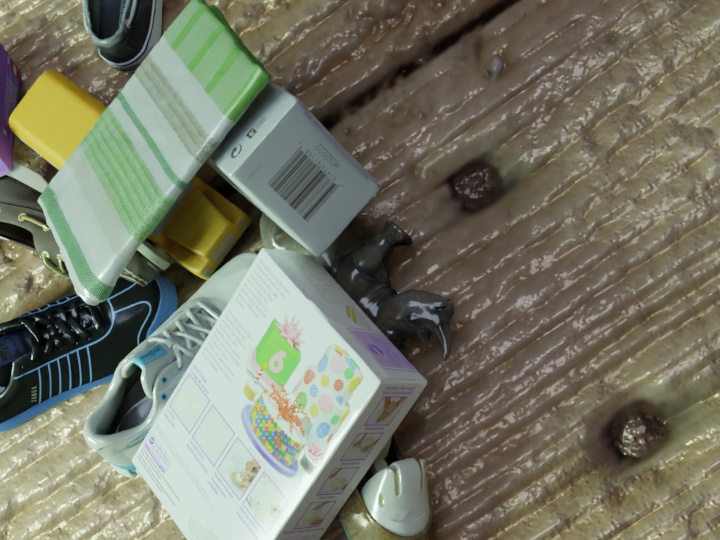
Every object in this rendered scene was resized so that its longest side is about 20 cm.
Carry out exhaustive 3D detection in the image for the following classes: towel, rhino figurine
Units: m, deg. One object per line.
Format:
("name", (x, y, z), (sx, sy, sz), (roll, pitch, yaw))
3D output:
("towel", (-0.145, -0.086, 0.972), (0.200, 0.031, 0.149), (-50, 39, 10))
("rhino figurine", (0.000, 0.000, 1.025), (0.087, 0.060, 0.200), (-46, 64, 4))

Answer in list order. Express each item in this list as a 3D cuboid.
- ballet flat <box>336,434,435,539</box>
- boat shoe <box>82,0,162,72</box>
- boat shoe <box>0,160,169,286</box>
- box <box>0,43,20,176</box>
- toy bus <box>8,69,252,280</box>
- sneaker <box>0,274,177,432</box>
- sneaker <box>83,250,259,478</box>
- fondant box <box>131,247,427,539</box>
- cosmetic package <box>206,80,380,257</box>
("ballet flat", (0.010, 0.130, 0.976), (0.067, 0.072, 0.201), (-6, 60, -33))
("boat shoe", (-0.207, -0.271, 1.164), (0.073, 0.068, 0.201), (-2, 73, 16))
("boat shoe", (-0.231, -0.026, 1.086), (0.199, 0.072, 0.060), (27, 75, 34))
("box", (-0.384, -0.103, 1.156), (0.199, 0.039, 0.137), (-20, 44, 10))
("toy bus", (-0.182, -0.076, 1.094), (0.200, 0.078, 0.065), (37, 87, 23))
("sneaker", (-0.237, 0.060, 1.071), (0.199, 0.078, 0.070), (-34, 66, 5))
("sneaker", (-0.133, 0.067, 1.035), (0.075, 0.087, 0.200), (34, 84, 24))
("fondant box", (-0.062, 0.107, 0.967), (0.144, 0.058, 0.201), (46, 114, 33))
("cosmetic package", (-0.079, -0.097, 1.012), (0.071, 0.101, 0.200), (-48, 36, -2))
